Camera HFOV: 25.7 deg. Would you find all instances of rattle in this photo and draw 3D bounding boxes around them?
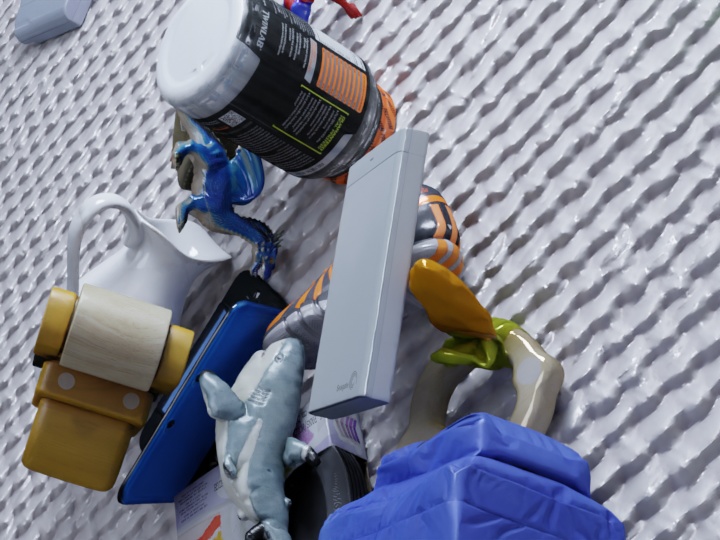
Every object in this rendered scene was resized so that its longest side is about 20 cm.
[{"bbox_3d":[0.047,0.115,1.146,0.130,0.143,0.201,42,95,31],"label":"rattle"}]

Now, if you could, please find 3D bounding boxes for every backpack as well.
[{"bbox_3d":[0.065,0.201,1.061,0.200,0.161,0.169,-36,35,46],"label":"backpack"}]

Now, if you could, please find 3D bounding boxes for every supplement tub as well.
[{"bbox_3d":[-0.069,-0.158,1.378,0.122,0.199,0.124,-26,50,36],"label":"supplement tub"}]

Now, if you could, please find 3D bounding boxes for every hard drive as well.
[{"bbox_3d":[0.005,0.006,1.194,0.132,0.026,0.203,151,129,-68],"label":"hard drive"}]

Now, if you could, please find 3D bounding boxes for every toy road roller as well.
[{"bbox_3d":[-0.225,0.105,1.344,0.200,0.122,0.148,138,148,-71],"label":"toy road roller"}]

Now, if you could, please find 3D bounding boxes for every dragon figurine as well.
[{"bbox_3d":[-0.121,-0.089,1.439,0.059,0.098,0.203,157,107,-78],"label":"dragon figurine"}]

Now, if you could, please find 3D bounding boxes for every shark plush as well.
[{"bbox_3d":[-0.071,0.146,1.238,0.082,0.091,0.201,-15,46,5],"label":"shark plush"}]

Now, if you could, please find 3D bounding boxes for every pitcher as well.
[{"bbox_3d":[-0.237,0.032,1.478,0.201,0.171,0.121,-55,44,7],"label":"pitcher"}]

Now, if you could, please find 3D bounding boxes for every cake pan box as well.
[{"bbox_3d":[-0.065,0.223,1.273,0.199,0.052,0.186,-34,48,30],"label":"cake pan box"}]

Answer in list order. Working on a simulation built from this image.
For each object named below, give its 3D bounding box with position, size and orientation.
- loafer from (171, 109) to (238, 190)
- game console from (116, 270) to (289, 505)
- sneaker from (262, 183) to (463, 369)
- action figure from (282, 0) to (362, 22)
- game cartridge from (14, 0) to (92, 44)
[{"bbox_3d":[-0.142,-0.159,1.508,0.068,0.075,0.201,57,138,24],"label":"loafer"},{"bbox_3d":[-0.150,0.095,1.384,0.201,0.118,0.171,-57,37,5],"label":"game console"},{"bbox_3d":[0.000,0.000,1.322,0.199,0.078,0.113,-30,43,21],"label":"sneaker"},{"bbox_3d":[-0.041,-0.245,1.517,0.065,0.098,0.202,51,130,46],"label":"action figure"},{"bbox_3d":[-0.365,-0.388,1.973,0.132,0.040,0.202,-9,62,41],"label":"game cartridge"}]
